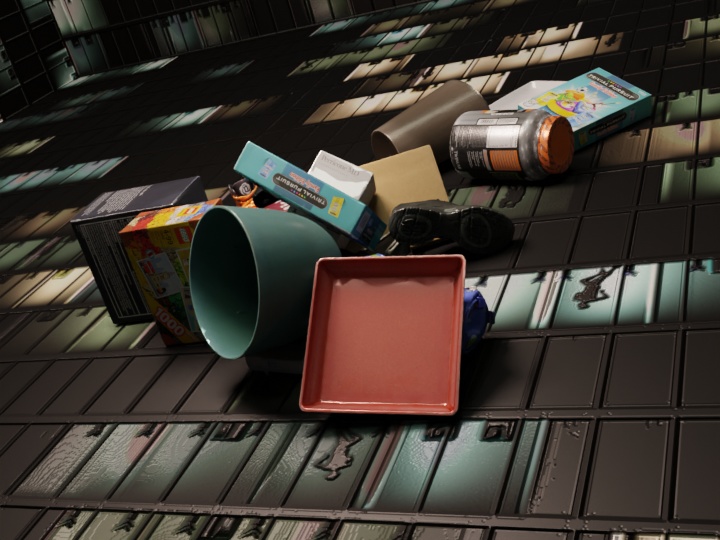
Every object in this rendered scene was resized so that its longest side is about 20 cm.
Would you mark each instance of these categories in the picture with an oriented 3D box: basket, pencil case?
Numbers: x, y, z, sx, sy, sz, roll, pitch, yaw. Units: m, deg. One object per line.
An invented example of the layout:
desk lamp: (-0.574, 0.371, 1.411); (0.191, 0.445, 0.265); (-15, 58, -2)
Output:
basket: (0.130, -0.267, 1.785); (0.199, 0.137, 0.180); (-30, 26, -18)
pencil case: (0.075, 0.040, 1.204); (0.198, 0.088, 0.078); (21, 0, 29)

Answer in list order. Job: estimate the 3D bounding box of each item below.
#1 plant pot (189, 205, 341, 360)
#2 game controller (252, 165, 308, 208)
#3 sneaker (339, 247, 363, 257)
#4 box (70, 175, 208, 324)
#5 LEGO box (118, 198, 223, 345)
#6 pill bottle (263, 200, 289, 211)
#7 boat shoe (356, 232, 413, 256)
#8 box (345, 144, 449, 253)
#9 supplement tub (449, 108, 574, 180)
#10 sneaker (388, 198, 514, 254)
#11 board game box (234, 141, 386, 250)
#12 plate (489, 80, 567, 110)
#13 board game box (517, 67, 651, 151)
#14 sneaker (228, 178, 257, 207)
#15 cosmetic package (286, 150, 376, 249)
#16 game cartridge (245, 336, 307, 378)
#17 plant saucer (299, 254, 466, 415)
plant pot: (-0.119, 0.009, 1.246); (0.159, 0.204, 0.200); (-7, 15, -36)
game controller: (-0.111, -0.130, 1.621); (0.103, 0.043, 0.200); (-28, -20, 17)
sneaker: (0.015, 0.032, 1.323); (0.198, 0.084, 0.072); (23, 11, 16)
box: (-0.340, -0.032, 1.531); (0.196, 0.202, 0.124); (-6, 27, 20)
LEGO box: (-0.258, 0.005, 1.401); (0.147, 0.202, 0.077); (-8, 26, 21)
pill bottle: (-0.127, -0.061, 1.548); (0.198, 0.115, 0.114); (-28, 27, -21)
boat shoe: (0.000, 0.000, 1.404); (0.070, 0.064, 0.199); (12, 38, 46)
box: (0.045, -0.104, 1.502); (0.197, 0.165, 0.021); (-17, -16, -2)
supplement tub: (0.266, -0.221, 1.609); (0.198, 0.124, 0.122); (7, 34, 40)
sneaker: (0.140, -0.079, 1.416); (0.197, 0.077, 0.091); (8, 21, -4)
board game box: (-0.069, -0.104, 1.334); (0.198, 0.047, 0.151); (29, -1, 15)
plate: (0.370, -0.341, 1.889); (0.199, 0.033, 0.198); (-33, 29, -29)
board game box: (0.421, -0.304, 1.726); (0.198, 0.047, 0.151); (-26, 41, -16)
sneaker: (-0.206, -0.109, 1.699); (0.077, 0.113, 0.200); (-22, 26, -9)
cosmetic package: (-0.063, -0.078, 1.451); (0.101, 0.074, 0.202); (24, 77, 12)
game cartridge: (-0.050, 0.103, 1.270); (0.198, 0.039, 0.130); (0, 35, 33)
plant saucer: (0.032, 0.082, 1.131); (0.197, 0.037, 0.203); (-1, 68, 17)
